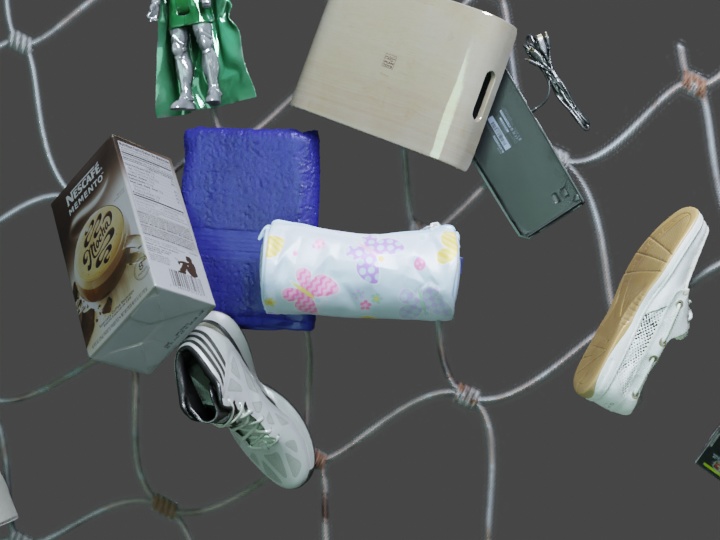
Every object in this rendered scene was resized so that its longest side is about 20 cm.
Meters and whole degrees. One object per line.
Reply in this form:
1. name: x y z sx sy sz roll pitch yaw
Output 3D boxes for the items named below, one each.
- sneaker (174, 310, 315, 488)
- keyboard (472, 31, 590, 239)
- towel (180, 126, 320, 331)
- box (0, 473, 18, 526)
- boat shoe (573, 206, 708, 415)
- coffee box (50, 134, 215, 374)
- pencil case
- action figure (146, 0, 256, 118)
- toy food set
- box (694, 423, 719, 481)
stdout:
1. sneaker: -0.123 0.148 1.530 0.075 0.115 0.202 -27 102 24
2. keyboard: 0.154 -0.145 1.496 0.126 0.021 0.202 -32 84 22
3. towel: -0.109 -0.042 1.570 0.146 0.050 0.203 3 96 14
4. box: -0.474 0.272 1.686 0.198 0.068 0.083 -27 85 17
5. boat shoe: 0.273 0.040 1.451 0.069 0.071 0.202 29 94 -13
6. coffee box: -0.225 -0.017 1.531 0.113 0.079 0.201 -44 48 26
7. pencil case: 0.000 0.000 1.492 0.197 0.083 0.092 1 112 2
8. action figure: -0.173 -0.264 1.574 0.117 0.055 0.203 -9 86 20
9. toy food set: 0.038 -0.195 1.505 0.198 0.060 0.145 22 91 22
10. box: 0.410 0.175 1.373 0.199 0.044 0.161 36 146 13
